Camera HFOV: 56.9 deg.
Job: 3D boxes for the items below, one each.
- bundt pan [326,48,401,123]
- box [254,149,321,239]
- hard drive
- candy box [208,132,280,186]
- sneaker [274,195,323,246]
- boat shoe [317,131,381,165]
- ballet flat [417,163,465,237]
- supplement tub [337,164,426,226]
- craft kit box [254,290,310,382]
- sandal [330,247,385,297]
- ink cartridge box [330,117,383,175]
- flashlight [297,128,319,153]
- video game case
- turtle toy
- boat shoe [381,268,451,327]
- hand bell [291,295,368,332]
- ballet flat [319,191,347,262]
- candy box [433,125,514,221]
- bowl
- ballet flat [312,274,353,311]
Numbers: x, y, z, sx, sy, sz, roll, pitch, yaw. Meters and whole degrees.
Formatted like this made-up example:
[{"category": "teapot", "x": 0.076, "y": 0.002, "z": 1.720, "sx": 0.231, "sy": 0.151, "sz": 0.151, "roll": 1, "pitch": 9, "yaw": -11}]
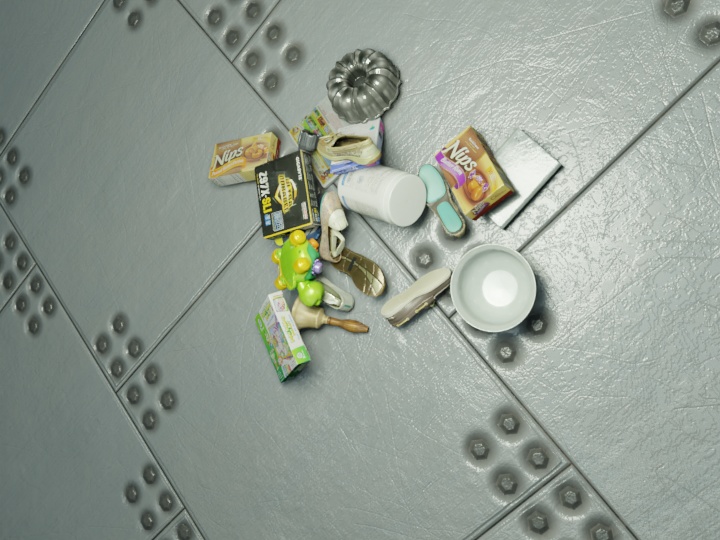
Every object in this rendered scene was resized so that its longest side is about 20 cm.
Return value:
[{"category": "bundt pan", "x": -0.002, "y": -0.482, "z": 1.705, "sx": 0.201, "sy": 0.076, "sz": 0.203, "roll": -8, "pitch": 70, "yaw": 23}, {"category": "box", "x": -0.192, "y": -0.195, "z": 1.738, "sx": 0.159, "sy": 0.049, "sz": 0.201, "roll": -14, "pitch": 79, "yaw": 30}, {"category": "hard drive", "x": 0.356, "y": -0.215, "z": 1.571, "sx": 0.140, "sy": 0.033, "sz": 0.200, "roll": 47, "pitch": 107, "yaw": 20}, {"category": "candy box", "x": -0.328, "y": -0.313, "z": 1.880, "sx": 0.199, "sy": 0.055, "sz": 0.116, "roll": -6, "pitch": 65, "yaw": 26}, {"category": "sneaker", "x": -0.137, "y": -0.126, "z": 1.791, "sx": 0.200, "sy": 0.082, "sz": 0.074, "roll": -34, "pitch": 52, "yaw": 12}, {"category": "boat shoe", "x": -0.033, "y": -0.304, "z": 1.594, "sx": 0.199, "sy": 0.063, "sz": 0.073, "roll": 17, "pitch": 55, "yaw": 41}, {"category": "ballet flat", "x": 0.198, "y": -0.164, "z": 1.623, "sx": 0.068, "sy": 0.075, "sz": 0.201, "roll": -29, "pitch": 73, "yaw": 10}, {"category": "supplement tub", "x": 0.050, "y": -0.191, "z": 1.636, "sx": 0.200, "sy": 0.132, "sz": 0.133, "roll": 25, "pitch": 99, "yaw": 45}, {"category": "craft kit box", "x": -0.210, "y": 0.179, "z": 1.764, "sx": 0.198, "sy": 0.048, "sz": 0.200, "roll": 67, "pitch": 154, "yaw": 16}, {"category": "sandal", "x": 0.000, "y": 0.000, "z": 1.731, "sx": 0.200, "sy": 0.054, "sz": 0.081, "roll": 35, "pitch": 98, "yaw": 38}, {"category": "ink cartridge box", "x": -0.007, "y": -0.303, "z": 1.660, "sx": 0.119, "sy": 0.042, "sz": 0.200, "roll": -12, "pitch": 39, "yaw": 17}, {"category": "flashlight", "x": -0.156, "y": -0.272, "z": 1.786, "sx": 0.067, "sy": 0.068, "sz": 0.201, "roll": 19, "pitch": 109, "yaw": 6}, {"category": "video game case", "x": -0.081, "y": -0.355, "z": 1.797, "sx": 0.182, "sy": 0.023, "sz": 0.200, "roll": -39, "pitch": 73, "yaw": 20}, {"category": "turtle toy", "x": -0.150, "y": -0.002, "z": 1.711, "sx": 0.146, "sy": 0.101, "sz": 0.201, "roll": -36, "pitch": 58, "yaw": 48}, {"category": "boat shoe", "x": 0.148, "y": 0.069, "z": 1.647, "sx": 0.200, "sy": 0.072, "sz": 0.060, "roll": -35, "pitch": 114, "yaw": 8}, {"category": "hand bell", "x": -0.075, "y": 0.134, "z": 1.754, "sx": 0.199, "sy": 0.104, "sz": 0.105, "roll": 13, "pitch": 94, "yaw": 13}, {"category": "ballet flat", "x": -0.064, "y": -0.106, "z": 1.695, "sx": 0.067, "sy": 0.068, "sz": 0.201, "roll": 35, "pitch": 137, "yaw": 34}, {"category": "candy box", "x": 0.264, "y": -0.231, "z": 1.568, "sx": 0.117, "sy": 0.056, "sz": 0.201, "roll": -37, "pitch": 55, "yaw": 25}, {"category": "bowl", "x": 0.317, "y": 0.041, "z": 1.548, "sx": 0.200, "sy": 0.090, "sz": 0.202, "roll": -1, "pitch": 87, "yaw": 25}, {"category": "ballet flat", "x": -0.108, "y": 0.052, "z": 1.771, "sx": 0.199, "sy": 0.069, "sz": 0.070, "roll": 27, "pitch": 100, "yaw": 25}]
